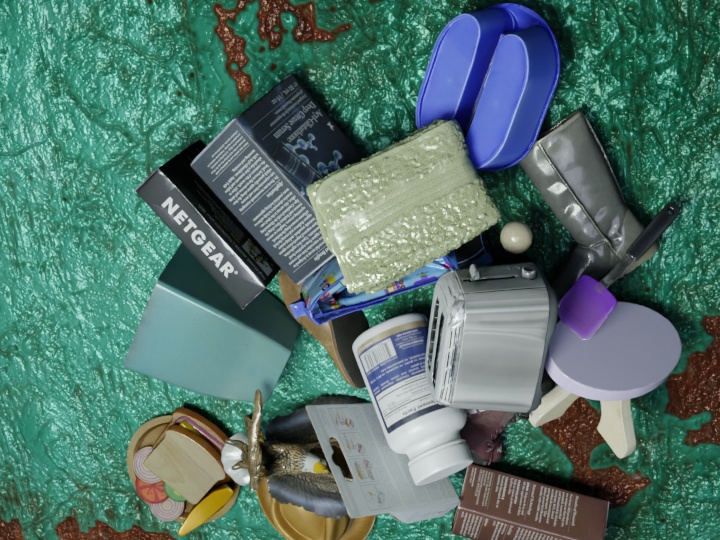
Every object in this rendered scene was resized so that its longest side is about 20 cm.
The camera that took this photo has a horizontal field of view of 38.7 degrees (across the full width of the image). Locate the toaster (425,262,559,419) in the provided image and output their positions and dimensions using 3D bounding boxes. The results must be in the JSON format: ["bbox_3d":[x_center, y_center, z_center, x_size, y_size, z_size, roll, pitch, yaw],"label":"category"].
[{"bbox_3d":[0.149,0.085,1.201,0.127,0.114,0.203,2,119,-7],"label":"toaster"}]

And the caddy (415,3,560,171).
[{"bbox_3d":[0.153,-0.215,1.216,0.141,0.104,0.202,32,117,26],"label":"caddy"}]

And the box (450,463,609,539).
[{"bbox_3d":[0.230,0.338,1.401,0.197,0.076,0.101,16,147,8],"label":"box"}]

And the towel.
[{"bbox_3d":[0.049,-0.073,1.175,0.198,0.036,0.150,-26,86,0],"label":"towel"}]

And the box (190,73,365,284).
[{"bbox_3d":[-0.083,-0.114,1.272,0.200,0.149,0.107,48,129,-8],"label":"box"}]

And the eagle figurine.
[{"bbox_3d":[-0.076,0.254,1.393,0.153,0.198,0.151,-58,48,23],"label":"eagle figurine"}]

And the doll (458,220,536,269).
[{"bbox_3d":[0.167,0.034,1.270,0.134,0.049,0.203,13,112,-6],"label":"doll"}]

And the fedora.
[{"bbox_3d":[-0.073,0.343,1.490,0.197,0.082,0.204,5,112,12],"label":"fedora"}]

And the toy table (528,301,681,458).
[{"bbox_3d":[0.292,0.125,1.264,0.197,0.185,0.118,-5,140,-23],"label":"toy table"}]

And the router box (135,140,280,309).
[{"bbox_3d":[-0.182,-0.064,1.326,0.051,0.149,0.200,-39,97,22],"label":"router box"}]

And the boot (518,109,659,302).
[{"bbox_3d":[0.251,-0.067,1.264,0.181,0.073,0.201,-38,105,9],"label":"boot"}]

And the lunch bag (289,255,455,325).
[{"bbox_3d":[0.000,0.000,1.270,0.198,0.151,0.095,-29,103,-3],"label":"lunch bag"}]

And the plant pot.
[{"bbox_3d":[-0.192,0.084,1.393,0.198,0.142,0.142,25,115,-5],"label":"plant pot"}]

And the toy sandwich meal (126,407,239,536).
[{"bbox_3d":[-0.267,0.305,1.529,0.202,0.070,0.208,5,111,12],"label":"toy sandwich meal"}]

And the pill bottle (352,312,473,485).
[{"bbox_3d":[0.072,0.168,1.330,0.110,0.111,0.202,-29,70,22],"label":"pill bottle"}]

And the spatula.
[{"bbox_3d":[0.313,-0.007,1.224,0.056,0.021,0.200,40,81,18],"label":"spatula"}]

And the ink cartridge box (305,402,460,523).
[{"bbox_3d":[0.021,0.250,1.339,0.057,0.198,0.164,-50,53,38],"label":"ink cartridge box"}]

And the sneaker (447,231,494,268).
[{"bbox_3d":[0.151,-0.013,1.314,0.077,0.070,0.203,0,116,7],"label":"sneaker"}]

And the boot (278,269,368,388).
[{"bbox_3d":[-0.046,0.071,1.399,0.075,0.073,0.202,-17,102,38],"label":"boot"}]

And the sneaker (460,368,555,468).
[{"bbox_3d":[0.189,0.203,1.388,0.198,0.076,0.116,-20,111,30],"label":"sneaker"}]
